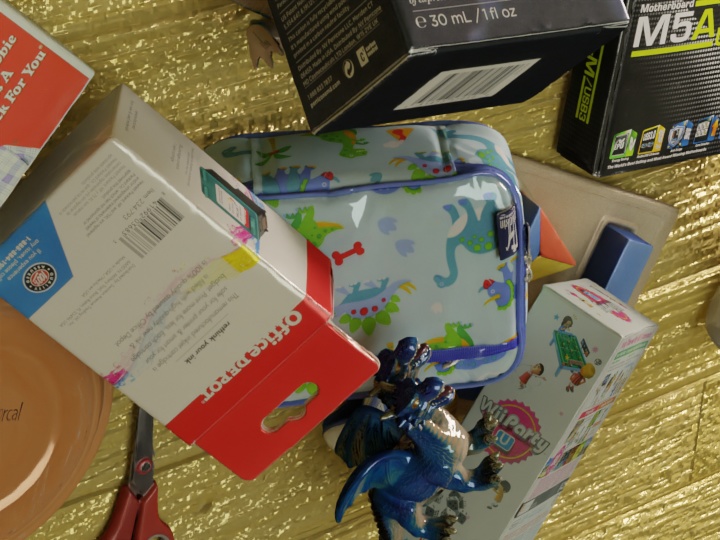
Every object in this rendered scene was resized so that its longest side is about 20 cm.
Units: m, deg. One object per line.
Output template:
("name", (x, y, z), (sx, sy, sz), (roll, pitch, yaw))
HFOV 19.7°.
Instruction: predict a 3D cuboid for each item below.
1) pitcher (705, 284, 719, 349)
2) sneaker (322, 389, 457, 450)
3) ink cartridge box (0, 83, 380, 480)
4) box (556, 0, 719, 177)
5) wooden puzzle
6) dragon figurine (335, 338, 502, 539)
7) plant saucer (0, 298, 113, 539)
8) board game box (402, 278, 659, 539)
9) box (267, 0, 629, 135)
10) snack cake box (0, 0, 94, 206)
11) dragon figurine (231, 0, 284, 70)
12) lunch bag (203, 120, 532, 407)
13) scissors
("pitcher", (0.329, -0.037, 1.486), (0.172, 0.121, 0.200), (-52, 165, -24))
("sneaker", (0.024, 0.028, 1.314), (0.087, 0.075, 0.202), (9, 94, -5))
("ink cartridge box", (-0.096, 0.011, 1.132), (0.116, 0.067, 0.200), (-41, 113, 20))
("box", (0.231, -0.170, 1.389), (0.199, 0.047, 0.195), (-11, 124, -36))
("wooden puzzle", (0.129, 0.027, 1.421), (0.199, 0.046, 0.187), (12, 106, -43))
("dragon figurine", (0.016, 0.117, 1.219), (0.099, 0.059, 0.200), (19, 133, -20))
("plant saucer", (-0.226, 0.087, 1.173), (0.199, 0.032, 0.202), (-21, 127, -30))
("board game box", (0.107, 0.107, 1.338), (0.201, 0.064, 0.147), (-59, 166, 10))
("box", (0.027, -0.190, 1.090), (0.147, 0.202, 0.107), (-12, 167, -34))
("snack cake box", (-0.241, -0.058, 1.048), (0.201, 0.067, 0.115), (-54, 134, -1))
("dragon figurine", (-0.023, -0.142, 1.173), (0.199, 0.100, 0.059), (30, 111, -7))
("lunch bag", (0.000, 0.000, 1.217), (0.198, 0.083, 0.162), (-4, 123, -2))
("scissors", (-0.132, 0.129, 1.291), (0.073, 0.014, 0.202), (4, 111, -39))
